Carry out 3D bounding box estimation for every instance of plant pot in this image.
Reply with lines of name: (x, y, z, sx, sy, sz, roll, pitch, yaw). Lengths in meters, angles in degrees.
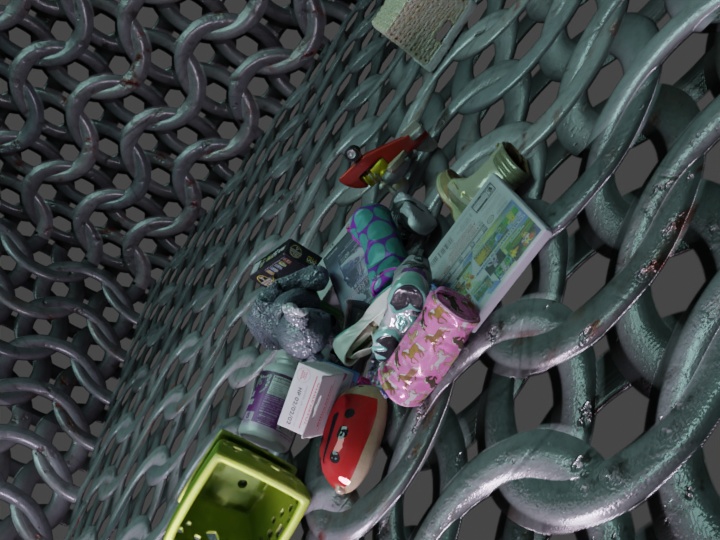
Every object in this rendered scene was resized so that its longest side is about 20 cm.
plant pot: (-0.225, 0.419, 1.682, 0.199, 0.200, 0.182, -59, 12, 6)

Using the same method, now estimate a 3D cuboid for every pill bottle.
pill bottle: (-0.163, 0.259, 1.866, 0.112, 0.112, 0.200, -23, 41, 60)

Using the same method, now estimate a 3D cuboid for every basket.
basket: (0.153, -0.627, 2.262, 0.198, 0.161, 0.200, -55, 22, 14)

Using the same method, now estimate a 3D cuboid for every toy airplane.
toy airplane: (0.076, -0.231, 1.968, 0.200, 0.141, 0.199, -29, 11, -36)

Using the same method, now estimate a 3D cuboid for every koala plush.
koala plush: (-0.118, 0.110, 1.764, 0.183, 0.178, 0.200, -16, 22, -10)

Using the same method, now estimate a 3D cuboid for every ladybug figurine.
ladybug figurine: (-0.017, 0.276, 1.537, 0.136, 0.072, 0.200, -38, 30, 47)

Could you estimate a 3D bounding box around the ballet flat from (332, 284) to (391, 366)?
ballet flat: (0.029, 0.101, 1.617, 0.200, 0.069, 0.070, -44, 25, 27)

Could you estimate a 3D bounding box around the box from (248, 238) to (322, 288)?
box: (-0.144, 0.012, 2.094, 0.200, 0.161, 0.049, -28, 36, 55)

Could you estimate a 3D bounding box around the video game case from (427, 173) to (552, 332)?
video game case: (0.195, -0.031, 1.450, 0.200, 0.022, 0.182, -54, 36, 17)

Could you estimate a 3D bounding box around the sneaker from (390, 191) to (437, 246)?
sneaker: (0.085, -0.077, 1.788, 0.114, 0.075, 0.200, -57, 14, 13)

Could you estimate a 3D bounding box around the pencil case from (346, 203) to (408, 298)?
pencil case: (0.037, -0.033, 1.678, 0.092, 0.085, 0.200, -33, 41, 15)

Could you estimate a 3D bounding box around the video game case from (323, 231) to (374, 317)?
video game case: (0.000, 0.000, 1.791, 0.143, 0.019, 0.200, -47, 42, 24)

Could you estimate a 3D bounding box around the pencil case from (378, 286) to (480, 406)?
pencil case: (0.103, 0.117, 1.410, 0.200, 0.086, 0.083, -57, 35, 27)

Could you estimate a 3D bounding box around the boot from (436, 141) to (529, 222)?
boot: (0.211, -0.160, 1.583, 0.155, 0.072, 0.200, -53, 27, 22)

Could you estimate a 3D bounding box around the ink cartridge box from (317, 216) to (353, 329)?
ink cartridge box: (-0.030, 0.006, 1.933, 0.200, 0.084, 0.146, -55, 21, 16)

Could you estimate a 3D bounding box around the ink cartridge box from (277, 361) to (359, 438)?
ink cartridge box: (-0.077, 0.222, 1.590, 0.115, 0.068, 0.200, -71, -18, 0)

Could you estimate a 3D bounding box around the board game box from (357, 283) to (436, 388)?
board game box: (0.068, 0.112, 1.627, 0.200, 0.026, 0.200, -37, 31, 49)

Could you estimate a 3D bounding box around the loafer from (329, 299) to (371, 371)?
loafer: (-0.029, 0.145, 1.720, 0.072, 0.063, 0.200, -100, 31, -74)

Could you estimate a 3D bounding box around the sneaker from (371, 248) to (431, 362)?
sneaker: (0.078, 0.053, 1.505, 0.140, 0.078, 0.200, -71, 0, -49)
